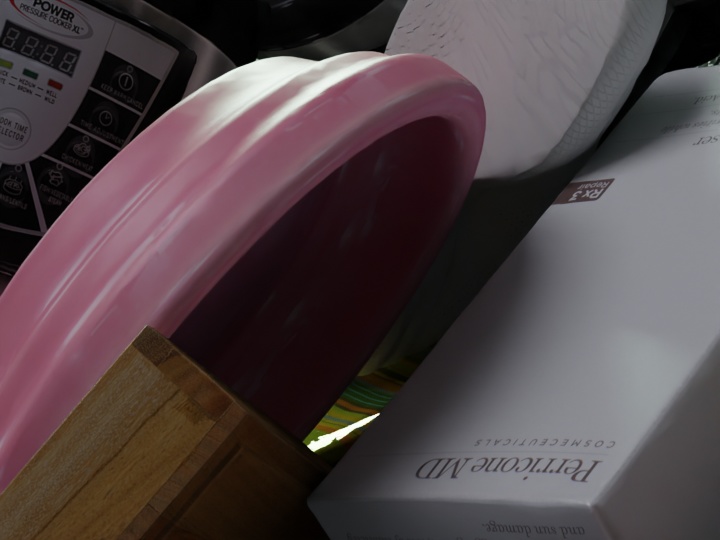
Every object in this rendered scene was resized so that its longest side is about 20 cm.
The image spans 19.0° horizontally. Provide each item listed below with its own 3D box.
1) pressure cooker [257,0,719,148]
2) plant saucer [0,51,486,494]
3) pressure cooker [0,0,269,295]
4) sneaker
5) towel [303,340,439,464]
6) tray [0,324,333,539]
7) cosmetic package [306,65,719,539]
[{"bbox_3d":[0.050,-0.128,0.864,0.179,0.200,0.176,-47,41,15],"label":"pressure cooker"},{"bbox_3d":[-0.046,0.015,0.604,0.201,0.051,0.201,-46,-15,-16],"label":"plant saucer"},{"bbox_3d":[-0.132,-0.061,0.722,0.178,0.176,0.201,16,79,22],"label":"pressure cooker"},{"bbox_3d":[0.051,-0.046,0.701,0.088,0.075,0.200,-12,-28,-38],"label":"sneaker"},{"bbox_3d":[-0.045,0.060,0.734,0.199,0.018,0.086,-23,14,-21],"label":"towel"},{"bbox_3d":[-0.053,0.080,0.572,0.099,0.037,0.200,-49,-13,-4],"label":"tray"},{"bbox_3d":[0.092,0.025,0.593,0.113,0.081,0.200,-8,32,48],"label":"cosmetic package"}]
